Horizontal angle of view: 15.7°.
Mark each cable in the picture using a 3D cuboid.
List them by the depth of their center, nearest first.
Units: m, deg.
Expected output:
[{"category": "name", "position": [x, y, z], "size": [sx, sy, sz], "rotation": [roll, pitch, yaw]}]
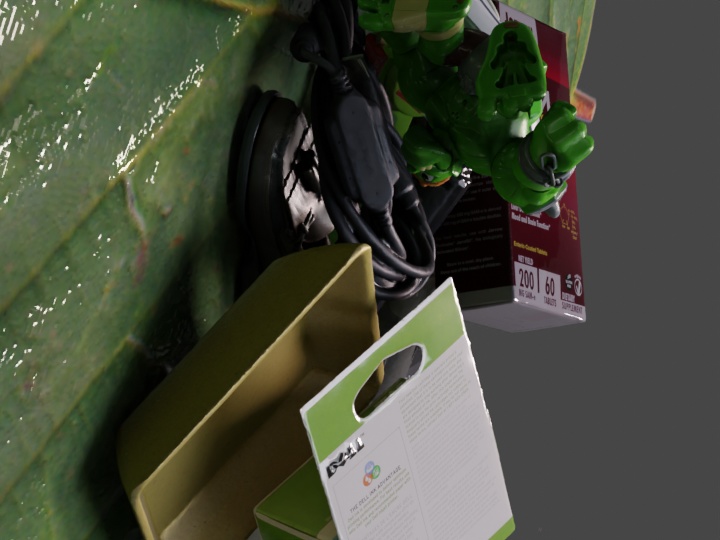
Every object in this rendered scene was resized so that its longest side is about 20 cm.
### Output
[{"category": "cable", "position": [-0.001, -0.074, 1.563], "size": [0.163, 0.051, 0.200], "rotation": [-96, 168, -61]}]

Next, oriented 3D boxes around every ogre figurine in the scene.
[{"category": "ogre figurine", "position": [0.067, -0.103, 1.508], "size": [0.098, 0.200, 0.120], "rotation": [-52, 153, -22]}]

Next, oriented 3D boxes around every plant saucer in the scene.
[{"category": "plant saucer", "position": [-0.071, 0.084, 1.526], "size": [0.200, 0.048, 0.200], "rotation": [-47, 159, -18]}]

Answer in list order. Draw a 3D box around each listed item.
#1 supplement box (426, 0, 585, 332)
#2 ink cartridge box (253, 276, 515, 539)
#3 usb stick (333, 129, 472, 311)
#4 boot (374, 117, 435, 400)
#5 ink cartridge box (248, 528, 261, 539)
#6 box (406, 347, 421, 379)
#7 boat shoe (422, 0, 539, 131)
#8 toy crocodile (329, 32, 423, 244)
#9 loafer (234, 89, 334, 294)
[{"category": "supplement box", "position": [0.094, -0.066, 1.715], "size": [0.109, 0.061, 0.200], "rotation": [15, 69, -59]}, {"category": "ink cartridge box", "position": [0.007, 0.113, 1.585], "size": [0.148, 0.076, 0.200], "rotation": [-40, 131, -33]}, {"category": "usb stick", "position": [0.000, 0.000, 1.668], "size": [0.033, 0.055, 0.200], "rotation": [16, 116, -49]}, {"category": "boot", "position": [0.030, 0.008, 1.815], "size": [0.200, 0.072, 0.182], "rotation": [100, 10, -46]}, {"category": "ink cartridge box", "position": [-0.034, 0.227, 1.761], "size": [0.147, 0.146, 0.200], "rotation": [67, 43, -73]}, {"category": "box", "position": [-0.007, 0.149, 2.009], "size": [0.200, 0.050, 0.199], "rotation": [-22, 129, -74]}, {"category": "boat shoe", "position": [0.058, -0.155, 1.604], "size": [0.200, 0.073, 0.067], "rotation": [61, 29, -25]}, {"category": "toy crocodile", "position": [0.007, -0.096, 1.684], "size": [0.068, 0.062, 0.200], "rotation": [-118, -141, -54]}, {"category": "loafer", "position": [-0.035, -0.032, 1.574], "size": [0.200, 0.063, 0.072], "rotation": [91, 21, -54]}]
